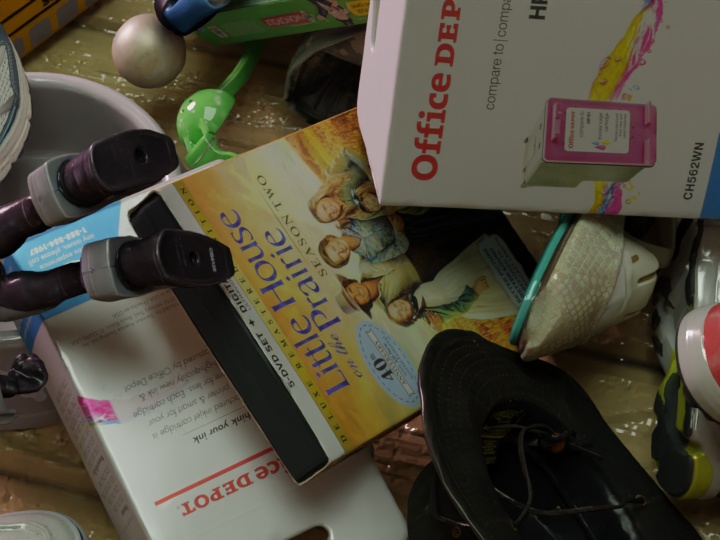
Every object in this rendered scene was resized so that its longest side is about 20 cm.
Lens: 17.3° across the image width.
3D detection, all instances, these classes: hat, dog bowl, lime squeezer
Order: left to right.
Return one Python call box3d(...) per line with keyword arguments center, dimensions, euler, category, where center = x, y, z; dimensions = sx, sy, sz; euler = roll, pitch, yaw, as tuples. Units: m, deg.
box3d(center=(-0.174, -0.018, 1.208), dimensions=(0.200, 0.059, 0.200), euler=(-3, 53, 4), category="dog bowl")
box3d(center=(-0.061, -0.052, 1.229), dimensions=(0.038, 0.071, 0.200), euler=(-34, 51, 20), category="lime squeezer")
box3d(center=(0.074, 0.126, 1.055), dimensions=(0.081, 0.200, 0.201), euler=(-41, 51, 23), category="hat")

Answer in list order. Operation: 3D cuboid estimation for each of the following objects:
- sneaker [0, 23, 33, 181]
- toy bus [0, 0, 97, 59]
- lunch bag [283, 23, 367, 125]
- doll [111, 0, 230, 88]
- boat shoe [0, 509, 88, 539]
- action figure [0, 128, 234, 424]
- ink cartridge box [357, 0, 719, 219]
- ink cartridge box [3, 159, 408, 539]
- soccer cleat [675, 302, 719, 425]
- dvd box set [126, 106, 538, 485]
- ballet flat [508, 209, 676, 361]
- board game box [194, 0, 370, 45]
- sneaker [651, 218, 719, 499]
box3d(center=(-0.213, -0.067, 1.157), dimensions=(0.077, 0.086, 0.200), euler=(4, 54, 7), category="sneaker")
box3d(center=(-0.204, -0.158, 1.301), dimensions=(0.065, 0.078, 0.200), euler=(37, 64, 26), category="toy bus")
box3d(center=(0.059, -0.160, 1.252), dimensions=(0.200, 0.118, 0.164), euler=(-12, 49, 38), category="lunch bag")
box3d(center=(-0.066, -0.180, 1.230), dimensions=(0.048, 0.200, 0.136), euler=(29, 15, -12), category="doll")
box3d(center=(-0.221, 0.148, 1.070), dimensions=(0.202, 0.086, 0.075), euler=(-20, 54, -10), category="boat shoe")
box3d(center=(-0.159, 0.001, 1.037), dimensions=(0.200, 0.130, 0.069), euler=(-16, 4, 31), category="action figure")
box3d(center=(0.106, -0.104, 1.079), dimensions=(0.199, 0.145, 0.085), euler=(3, 31, -7), category="ink cartridge box")
box3d(center=(-0.074, 0.064, 1.103), dimensions=(0.115, 0.068, 0.200), euler=(-24, 79, -19), category="ink cartridge box")
box3d(center=(0.229, 0.054, 1.053), dimensions=(0.073, 0.200, 0.068), euler=(-26, 54, 43), category="soccer cleat")
box3d(center=(0.000, 0.000, 1.108), dimensions=(0.200, 0.029, 0.146), euler=(-25, 80, -48), category="dvd box set")
box3d(center=(0.120, -0.012, 1.141), dimensions=(0.062, 0.068, 0.200), euler=(21, 32, 3), category="ballet flat")
box3d(center=(-0.012, -0.187, 1.240), dimensions=(0.200, 0.029, 0.135), euler=(3, 62, 60), category="board game box")
box3d(center=(0.189, 0.033, 1.144), dimensions=(0.084, 0.075, 0.200), euler=(16, 54, -7), category="sneaker")
